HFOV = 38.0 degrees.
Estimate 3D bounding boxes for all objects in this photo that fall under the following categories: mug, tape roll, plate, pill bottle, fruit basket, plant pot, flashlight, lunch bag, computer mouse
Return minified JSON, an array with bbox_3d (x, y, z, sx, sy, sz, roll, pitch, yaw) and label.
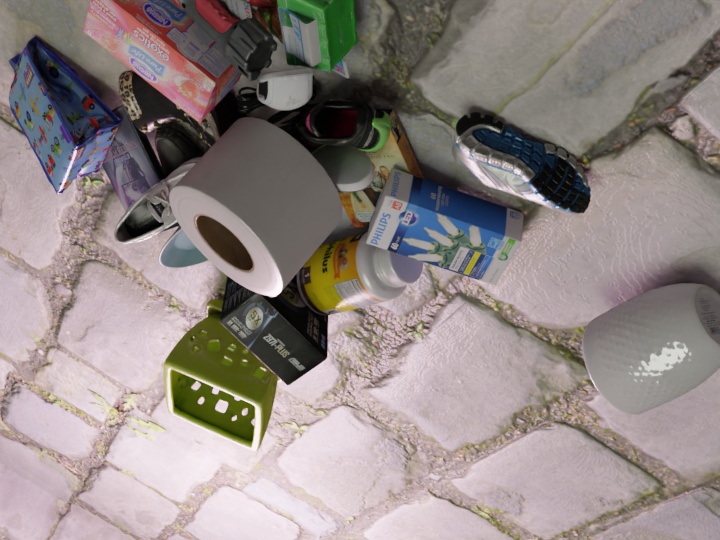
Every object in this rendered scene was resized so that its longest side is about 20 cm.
[{"bbox_3d":[0.435,0.101,1.439,0.197,0.150,0.175,11,148,-34],"label":"mug"},{"bbox_3d":[-0.141,-0.085,1.414,0.201,0.140,0.204,33,155,18],"label":"tape roll"},{"bbox_3d":[-0.230,-0.066,1.635,0.026,0.198,0.200,59,147,15],"label":"plate"},{"bbox_3d":[0.000,0.000,1.604,0.198,0.110,0.109,-16,128,44],"label":"pill bottle"},{"bbox_3d":[-0.101,-0.330,1.268,0.198,0.094,0.186,26,154,17],"label":"fruit basket"},{"bbox_3d":[-0.236,0.184,1.929,0.196,0.183,0.201,22,145,6],"label":"plant pot"},{"bbox_3d":[-0.180,-0.326,1.283,0.200,0.068,0.068,44,172,22],"label":"flashlight"},{"bbox_3d":[-0.481,-0.248,1.617,0.201,0.094,0.150,51,143,3],"label":"lunch bag"},{"bbox_3d":[-0.100,-0.224,1.332,0.107,0.045,0.200,-8,-174,-8],"label":"computer mouse"}]

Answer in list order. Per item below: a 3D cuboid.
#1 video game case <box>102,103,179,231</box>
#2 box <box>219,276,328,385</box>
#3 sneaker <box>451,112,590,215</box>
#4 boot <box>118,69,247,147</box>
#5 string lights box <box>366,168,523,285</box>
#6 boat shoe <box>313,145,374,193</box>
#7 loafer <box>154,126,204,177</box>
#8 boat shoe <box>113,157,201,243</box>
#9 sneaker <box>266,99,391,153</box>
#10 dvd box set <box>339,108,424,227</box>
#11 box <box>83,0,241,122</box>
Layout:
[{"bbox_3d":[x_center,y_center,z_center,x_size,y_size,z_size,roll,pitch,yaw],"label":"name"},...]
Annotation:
[{"bbox_3d":[-0.356,-0.153,1.649,0.142,0.019,0.203,-11,108,50],"label":"video game case"},{"bbox_3d":[-0.132,0.051,1.666,0.086,0.201,0.164,-34,117,20],"label":"box"},{"bbox_3d":[0.205,-0.128,1.355,0.198,0.076,0.087,31,156,3],"label":"sneaker"},{"bbox_3d":[-0.253,-0.225,1.518,0.148,0.074,0.201,-4,133,37],"label":"boot"},{"bbox_3d":[0.117,-0.060,1.458,0.196,0.060,0.103,17,138,-6],"label":"string lights box"},{"bbox_3d":[-0.054,-0.132,1.452,0.197,0.073,0.066,9,147,36],"label":"boat shoe"},{"bbox_3d":[-0.273,-0.135,1.645,0.072,0.073,0.202,3,138,31],"label":"loafer"},{"bbox_3d":[-0.291,-0.096,1.569,0.199,0.065,0.074,-37,95,27],"label":"boat shoe"},{"bbox_3d":[-0.055,-0.196,1.378,0.197,0.078,0.083,-2,166,32],"label":"sneaker"},{"bbox_3d":[0.017,-0.141,1.484,0.144,0.030,0.201,2,138,31],"label":"dvd box set"},{"bbox_3d":[-0.250,-0.306,1.367,0.199,0.103,0.095,37,145,-3],"label":"box"}]
